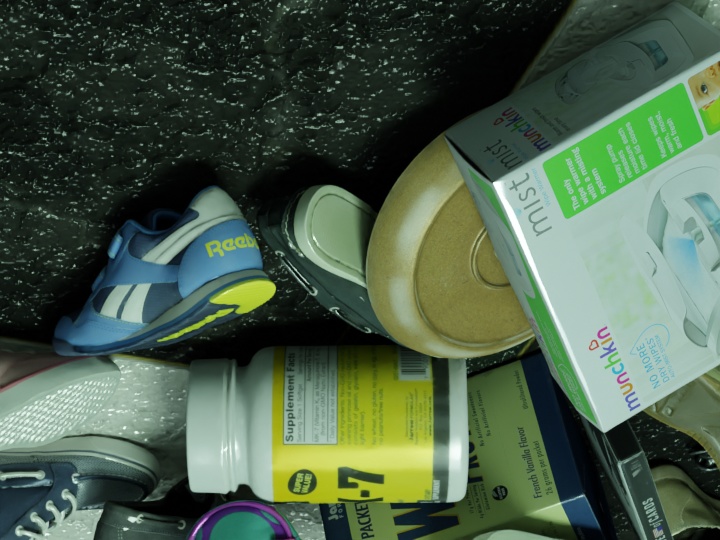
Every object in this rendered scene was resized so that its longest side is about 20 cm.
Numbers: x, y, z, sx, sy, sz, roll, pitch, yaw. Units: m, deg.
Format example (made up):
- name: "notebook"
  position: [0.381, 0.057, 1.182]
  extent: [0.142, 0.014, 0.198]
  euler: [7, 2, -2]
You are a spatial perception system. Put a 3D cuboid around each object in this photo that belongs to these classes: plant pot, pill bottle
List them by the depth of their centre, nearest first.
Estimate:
- name: "plant pot"
  position: [0.097, -0.020, 1.335]
  extent: [0.198, 0.028, 0.202]
  euler: [-17, 130, -21]
- name: "pill bottle"
  position: [-0.023, 0.111, 1.439]
  extent: [0.198, 0.115, 0.115]
  euler: [-1, 141, 0]

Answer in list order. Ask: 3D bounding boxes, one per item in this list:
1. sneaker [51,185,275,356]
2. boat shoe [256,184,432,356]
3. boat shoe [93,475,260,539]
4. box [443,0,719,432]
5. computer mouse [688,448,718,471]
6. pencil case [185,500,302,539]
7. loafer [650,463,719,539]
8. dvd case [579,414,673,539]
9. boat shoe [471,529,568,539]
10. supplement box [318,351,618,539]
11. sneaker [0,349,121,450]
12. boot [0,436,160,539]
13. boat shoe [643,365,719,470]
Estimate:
- name: "sneaker"
  position: [-0.137, 0.007, 1.333]
  extent: [0.199, 0.083, 0.074]
  euler: [-23, 171, 40]
- name: "boat shoe"
  position: [-0.001, 0.002, 1.365]
  extent: [0.066, 0.075, 0.199]
  euler: [1, 160, 38]
- name: "boat shoe"
  position: [-0.130, 0.189, 1.533]
  extent: [0.199, 0.070, 0.067]
  euler: [-2, 105, -50]
- name: "box"
  position: [0.174, -0.034, 1.264]
  extent: [0.175, 0.097, 0.201]
  euler: [-29, 119, -6]
- name: "computer mouse"
  position: [0.355, 0.136, 1.588]
  extent: [0.139, 0.047, 0.200]
  euler: [-5, 162, -12]
- name: "pencil case"
  position: [-0.060, 0.236, 1.494]
  extent: [0.091, 0.086, 0.200]
  euler: [6, 162, 18]
- name: "loafer"
  position: [0.290, 0.234, 1.720]
  extent: [0.076, 0.068, 0.199]
  euler: [-34, 137, 24]
- name: "dvd case"
  position: [0.192, 0.134, 1.506]
  extent: [0.025, 0.151, 0.201]
  euler: [-24, 141, 2]
- name: "boat shoe"
  position: [0.142, 0.231, 1.472]
  extent: [0.200, 0.071, 0.071]
  euler: [19, 158, -34]
- name: "supplement box"
  position: [0.089, 0.198, 1.568]
  extent: [0.198, 0.135, 0.200]
  euler: [-20, 141, 8]
- name: "sneaker"
  position: [-0.263, 0.073, 1.381]
  extent: [0.199, 0.105, 0.076]
  euler: [-18, 148, -45]
- name: "boot"
  position: [-0.243, 0.177, 1.486]
  extent: [0.198, 0.091, 0.073]
  euler: [3, 139, -19]
- name: "boat shoe"
  position: [0.278, 0.109, 1.490]
  extent: [0.200, 0.063, 0.073]
  euler: [33, 120, 1]
